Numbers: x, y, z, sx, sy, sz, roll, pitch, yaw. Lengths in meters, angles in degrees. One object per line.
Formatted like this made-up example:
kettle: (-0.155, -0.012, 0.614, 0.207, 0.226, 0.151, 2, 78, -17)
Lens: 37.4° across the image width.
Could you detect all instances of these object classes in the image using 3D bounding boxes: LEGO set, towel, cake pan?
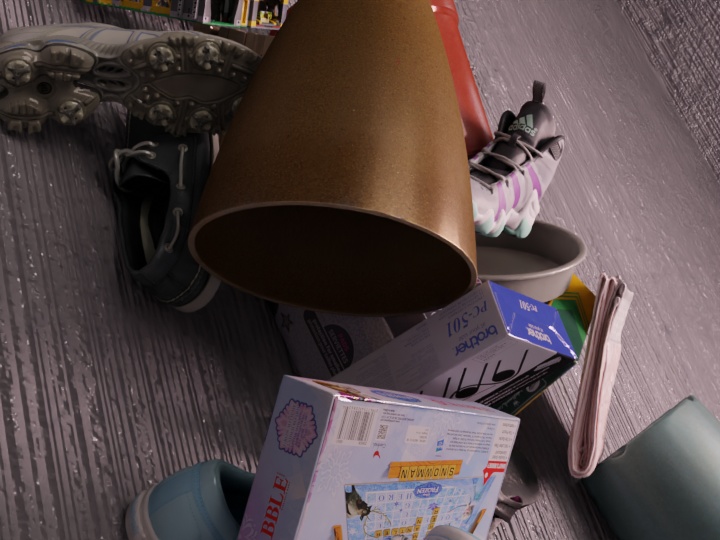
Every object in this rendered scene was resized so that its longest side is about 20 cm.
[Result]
LEGO set: (-0.136, -0.273, 0.902, 0.153, 0.117, 0.200, 18, 16, 30)
towel: (0.242, 0.104, 1.069, 0.200, 0.032, 0.192, 16, 85, -74)
cake pan: (0.116, -0.011, 1.027, 0.200, 0.199, 0.037, -45, 139, -63)

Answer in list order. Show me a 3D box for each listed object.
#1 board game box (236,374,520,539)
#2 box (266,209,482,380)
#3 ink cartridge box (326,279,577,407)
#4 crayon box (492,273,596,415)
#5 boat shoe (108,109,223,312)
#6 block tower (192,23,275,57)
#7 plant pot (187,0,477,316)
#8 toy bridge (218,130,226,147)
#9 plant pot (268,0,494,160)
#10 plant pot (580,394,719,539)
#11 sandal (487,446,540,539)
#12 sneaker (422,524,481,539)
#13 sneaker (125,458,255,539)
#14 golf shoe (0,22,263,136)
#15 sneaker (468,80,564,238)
board game box: (0.005, 0.170, 0.625, 0.200, 0.041, 0.201, 17, 89, -51)
box: (0.000, 0.000, 0.852, 0.114, 0.132, 0.201, 2, 57, -54)
ink cartridge box: (0.042, 0.083, 0.746, 0.094, 0.200, 0.044, 20, 45, -48)
crayon box: (0.164, 0.072, 1.037, 0.052, 0.126, 0.200, 44, 27, -1)
boat shoe: (-0.144, -0.068, 0.761, 0.062, 0.073, 0.201, 26, 43, -49)
block tower: (-0.062, -0.165, 0.892, 0.199, 0.054, 0.058, 17, 11, 29)
plant pot: (-0.005, -0.093, 0.716, 0.186, 0.186, 0.201, 29, 60, -41)
toy bridge: (-0.084, -0.095, 0.882, 0.027, 0.067, 0.200, 63, 7, 16)
plant pot: (0.033, -0.171, 1.057, 0.200, 0.200, 0.196, -4, 70, -60)
plant pot: (0.341, 0.247, 1.078, 0.197, 0.200, 0.200, 54, 26, 15)
sandal: (0.115, 0.184, 0.920, 0.076, 0.048, 0.200, 60, 26, 10)
sneaker: (0.044, 0.251, 0.605, 0.130, 0.079, 0.201, -40, 130, -37)
sneaker: (-0.040, 0.170, 0.644, 0.200, 0.082, 0.074, 31, 36, -39)
golf shoe: (-0.160, -0.149, 0.753, 0.199, 0.079, 0.097, 1, 37, -19)
sneaker: (0.130, -0.105, 0.952, 0.077, 0.141, 0.200, 29, 12, 18)
